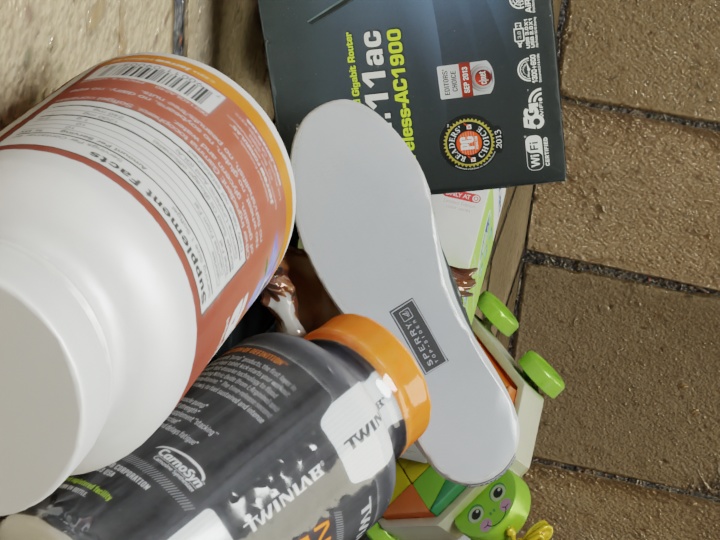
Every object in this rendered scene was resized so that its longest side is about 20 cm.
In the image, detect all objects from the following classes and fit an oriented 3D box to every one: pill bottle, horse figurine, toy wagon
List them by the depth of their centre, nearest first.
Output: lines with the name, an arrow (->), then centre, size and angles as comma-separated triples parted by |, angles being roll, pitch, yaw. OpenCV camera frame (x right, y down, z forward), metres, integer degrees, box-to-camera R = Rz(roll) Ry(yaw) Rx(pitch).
pill bottle -> -0.099, 0.002, 0.637 | 0.200, 0.111, 0.113 | -57, 157, -64
pill bottle -> -0.056, 0.098, 0.815 | 0.200, 0.106, 0.107 | -37, 146, -35
horse figurine -> -0.001, 0.020, 0.976 | 0.200, 0.050, 0.134 | -48, 119, -55
toy wagon -> 0.057, 0.106, 1.141 | 0.155, 0.039, 0.200 | -46, -142, 9

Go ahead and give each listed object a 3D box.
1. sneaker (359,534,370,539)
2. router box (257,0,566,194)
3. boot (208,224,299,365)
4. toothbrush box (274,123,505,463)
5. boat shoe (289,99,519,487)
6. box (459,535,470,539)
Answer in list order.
sneaker -> -0.049, 0.164, 1.165 | 0.077, 0.076, 0.199 | -52, 147, 11
router box -> 0.024, -0.139, 0.934 | 0.062, 0.148, 0.202 | -80, 163, -66
boot -> -0.073, 0.037, 0.958 | 0.163, 0.073, 0.201 | -54, 147, -74
toothbrush box -> 0.000, 0.000, 1.130 | 0.086, 0.144, 0.202 | 83, 22, -62
boat shoe -> 0.018, 0.014, 0.906 | 0.057, 0.068, 0.202 | 155, -89, -85
box -> 0.007, 0.189, 1.290 | 0.201, 0.049, 0.161 | -64, -146, 16
